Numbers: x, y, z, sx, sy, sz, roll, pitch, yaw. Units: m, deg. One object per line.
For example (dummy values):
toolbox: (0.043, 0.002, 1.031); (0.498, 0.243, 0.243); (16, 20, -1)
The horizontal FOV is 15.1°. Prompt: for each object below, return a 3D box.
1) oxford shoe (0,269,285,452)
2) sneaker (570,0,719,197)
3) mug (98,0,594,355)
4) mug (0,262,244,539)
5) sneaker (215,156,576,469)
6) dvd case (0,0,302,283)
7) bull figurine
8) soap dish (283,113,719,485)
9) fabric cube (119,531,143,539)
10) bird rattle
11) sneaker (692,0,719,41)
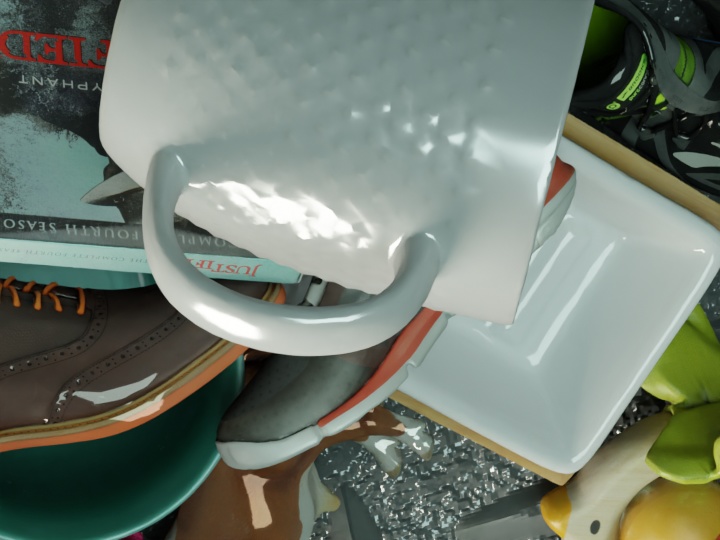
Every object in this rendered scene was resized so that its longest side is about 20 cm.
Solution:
oxford shoe: (-0.128, 0.031, 1.119); (0.199, 0.071, 0.073); (-23, 109, -6)
sneaker: (0.124, -0.086, 1.244); (0.199, 0.083, 0.071); (34, 117, -12)
mug: (-0.013, -0.051, 1.051); (0.175, 0.200, 0.148); (14, 142, 3)
mug: (-0.126, 0.020, 1.216); (0.152, 0.114, 0.185); (39, 96, -25)
sneaker: (0.000, 0.000, 1.181); (0.200, 0.077, 0.082); (-44, 105, -12)
dvd case: (-0.101, -0.087, 1.148); (0.145, 0.201, 0.022); (5, 147, -17)
bull figurine: (-0.046, 0.129, 1.300); (0.121, 0.065, 0.201); (10, 116, -15)
soap dish: (0.056, -0.009, 1.274); (0.200, 0.081, 0.158); (28, 102, -24)
fabric cube: (-0.206, 0.234, 1.203); (0.196, 0.200, 0.200); (12, 129, -18)
bird rattle: (0.182, 0.117, 1.372); (0.163, 0.113, 0.200); (-33, 130, 12)
sneaker: (0.186, -0.131, 1.255); (0.200, 0.091, 0.076); (27, 102, -26)
